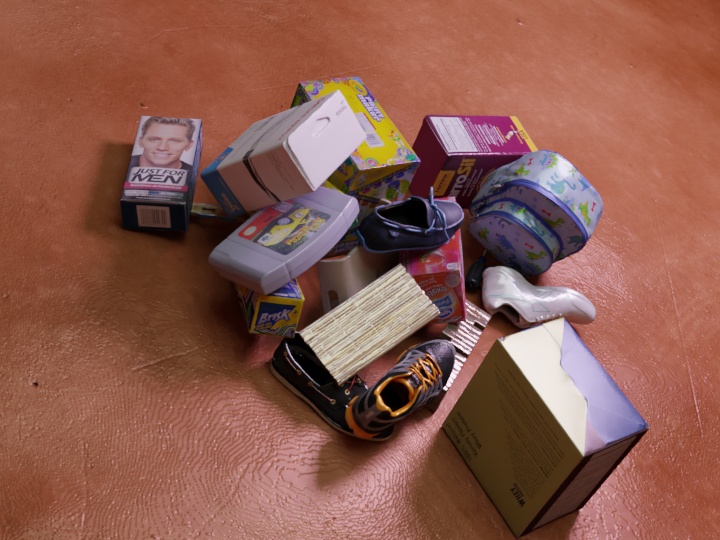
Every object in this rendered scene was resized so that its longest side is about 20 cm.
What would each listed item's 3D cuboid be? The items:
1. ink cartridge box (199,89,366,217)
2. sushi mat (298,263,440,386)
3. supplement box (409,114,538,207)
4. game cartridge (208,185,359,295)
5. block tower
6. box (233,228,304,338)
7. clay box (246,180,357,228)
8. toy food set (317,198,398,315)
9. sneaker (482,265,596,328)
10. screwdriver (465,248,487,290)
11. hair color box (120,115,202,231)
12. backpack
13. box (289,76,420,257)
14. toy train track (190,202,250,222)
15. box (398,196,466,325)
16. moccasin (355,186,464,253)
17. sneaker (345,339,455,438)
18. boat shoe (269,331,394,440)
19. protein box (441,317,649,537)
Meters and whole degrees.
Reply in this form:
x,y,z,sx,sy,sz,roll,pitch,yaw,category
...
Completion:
x,y,z,sx,sy,sz,roll,pitch,yaw,category
-0.110,-0.164,1.616,0.085,0.199,0.145,56,51,-19,ink cartridge box
0.015,0.073,1.599,0.199,0.012,0.096,-33,72,-27,sushi mat
0.191,-0.190,1.987,0.198,0.132,0.104,-4,50,-29,supplement box
-0.100,-0.049,1.576,0.132,0.041,0.200,23,54,36,game cartridge
0.132,0.127,1.700,0.057,0.054,0.200,32,43,8,block tower
-0.137,0.015,1.624,0.069,0.065,0.201,7,27,-20,box
-0.105,-0.104,1.709,0.114,0.048,0.200,-29,41,-19,clay box
0.000,0.000,1.702,0.060,0.145,0.200,9,35,26,toy food set
0.285,0.062,1.843,0.198,0.071,0.081,16,58,-7,sneaker
0.207,-0.031,1.918,0.029,0.028,0.201,48,36,-19,screwdriver
-0.301,-0.150,1.735,0.099,0.061,0.201,3,45,-2,hair color box
0.288,-0.087,1.864,0.183,0.200,0.148,41,62,-9,backpack
-0.033,-0.164,1.802,0.121,0.194,0.201,-11,54,-34,box
-0.193,-0.077,1.756,0.197,0.033,0.115,8,42,-9,toy train track
0.110,-0.016,1.758,0.094,0.101,0.201,-7,36,7,box
0.085,-0.071,1.655,0.199,0.068,0.081,-20,60,-42,moccasin
0.069,0.156,1.553,0.078,0.077,0.200,50,55,3,sneaker
-0.034,0.162,1.578,0.200,0.063,0.074,36,41,7,boat shoe
0.248,0.214,1.562,0.134,0.201,0.199,-13,55,-35,protein box
